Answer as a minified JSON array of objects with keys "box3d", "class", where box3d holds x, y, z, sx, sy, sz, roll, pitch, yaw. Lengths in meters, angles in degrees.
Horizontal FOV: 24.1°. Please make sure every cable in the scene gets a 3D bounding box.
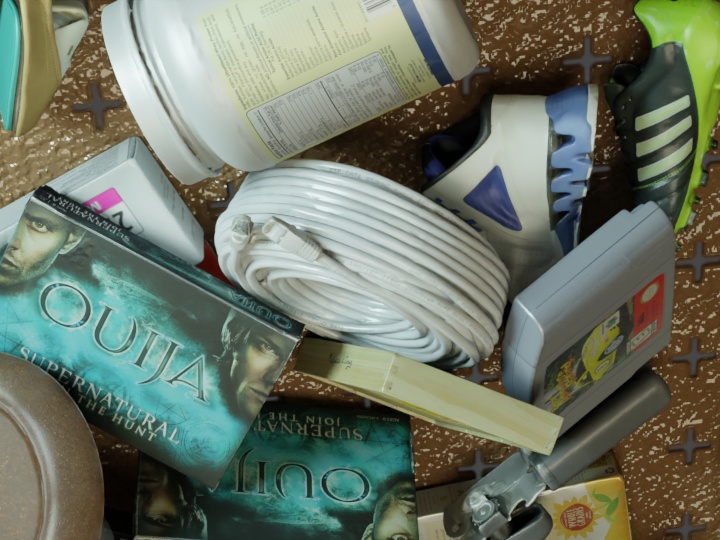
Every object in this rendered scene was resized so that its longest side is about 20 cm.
[{"box3d":[0.000,0.000,1.112,0.199,0.200,0.070,24,73,-11],"class":"cable"}]

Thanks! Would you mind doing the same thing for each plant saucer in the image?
[{"box3d":[-0.262,0.152,1.108,0.200,0.201,0.034,-38,161,16],"class":"plant saucer"}]

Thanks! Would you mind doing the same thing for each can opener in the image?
[{"box3d":[0.149,0.148,1.261,0.200,0.053,0.067,-37,123,2],"class":"can opener"}]

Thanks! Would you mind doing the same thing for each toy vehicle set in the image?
[{"box3d":[0.040,0.084,1.156,0.124,0.200,0.027,22,84,-18],"class":"toy vehicle set"}]

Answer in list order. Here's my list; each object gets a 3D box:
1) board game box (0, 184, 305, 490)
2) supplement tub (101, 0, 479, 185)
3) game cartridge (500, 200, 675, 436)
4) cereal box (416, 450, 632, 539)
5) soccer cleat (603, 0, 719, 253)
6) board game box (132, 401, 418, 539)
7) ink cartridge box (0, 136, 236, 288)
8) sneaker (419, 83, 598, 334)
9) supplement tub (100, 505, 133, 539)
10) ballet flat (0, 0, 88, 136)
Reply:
[{"box3d":[-0.154,0.046,1.131,0.199,0.028,0.136,28,115,-4],"class":"board game box"},{"box3d":[-0.042,-0.149,1.033,0.199,0.145,0.145,-24,120,9],"class":"supplement tub"},{"box3d":[0.155,0.043,1.152,0.133,0.041,0.200,-35,153,-8],"class":"game cartridge"},{"box3d":[0.114,0.226,1.330,0.199,0.040,0.144,-11,121,1],"class":"cereal box"},{"box3d":[0.202,-0.095,1.142,0.081,0.068,0.201,15,125,13],"class":"soccer cleat"},{"box3d":[-0.060,0.153,1.207,0.199,0.136,0.028,5,133,-9],"class":"board game box"},{"box3d":[-0.195,0.025,1.181,0.199,0.044,0.174,-27,118,11],"class":"ink cartridge box"},{"box3d":[0.096,-0.047,1.154,0.115,0.081,0.200,8,127,6],"class":"sneaker"},{"box3d":[-0.170,0.241,1.237,0.123,0.123,0.200,-44,139,19],"class":"supplement tub"},{"box3d":[-0.197,-0.176,1.051,0.063,0.069,0.201,-7,123,-17],"class":"ballet flat"}]
